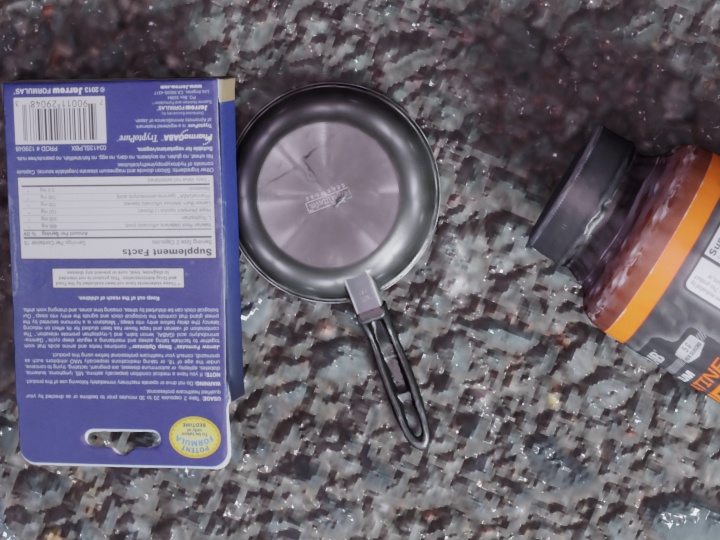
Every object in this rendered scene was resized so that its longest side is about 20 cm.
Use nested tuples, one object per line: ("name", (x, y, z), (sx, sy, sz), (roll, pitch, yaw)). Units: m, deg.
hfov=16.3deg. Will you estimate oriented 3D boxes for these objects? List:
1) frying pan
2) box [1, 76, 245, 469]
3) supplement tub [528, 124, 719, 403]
("frying pan", (-0.017, -0.002, 1.312), (0.114, 0.031, 0.192), (3, 94, 5))
("box", (-0.123, 0.001, 1.309), (0.120, 0.032, 0.202), (0, 95, 14))
("supplement tub", (0.185, 0.008, 1.257), (0.199, 0.107, 0.107), (31, 98, 1))
